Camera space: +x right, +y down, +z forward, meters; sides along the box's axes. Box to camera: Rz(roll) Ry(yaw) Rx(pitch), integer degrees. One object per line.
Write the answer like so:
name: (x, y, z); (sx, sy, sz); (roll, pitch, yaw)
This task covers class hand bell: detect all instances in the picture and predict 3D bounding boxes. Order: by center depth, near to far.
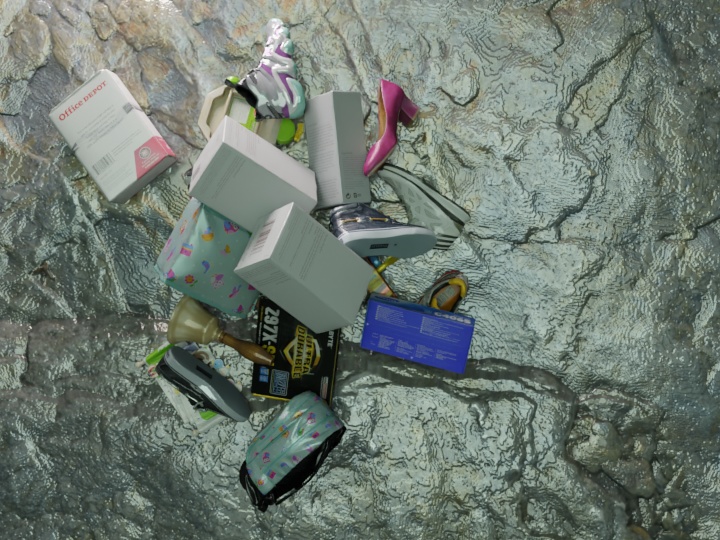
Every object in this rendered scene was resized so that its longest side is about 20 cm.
hand bell: (-0.247, 0.125, 1.565); (0.196, 0.104, 0.106); (23, 92, 13)

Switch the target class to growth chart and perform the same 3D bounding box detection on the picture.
growth chart: (-0.321, 0.215, 1.641); (0.144, 0.018, 0.201); (-39, 90, 2)

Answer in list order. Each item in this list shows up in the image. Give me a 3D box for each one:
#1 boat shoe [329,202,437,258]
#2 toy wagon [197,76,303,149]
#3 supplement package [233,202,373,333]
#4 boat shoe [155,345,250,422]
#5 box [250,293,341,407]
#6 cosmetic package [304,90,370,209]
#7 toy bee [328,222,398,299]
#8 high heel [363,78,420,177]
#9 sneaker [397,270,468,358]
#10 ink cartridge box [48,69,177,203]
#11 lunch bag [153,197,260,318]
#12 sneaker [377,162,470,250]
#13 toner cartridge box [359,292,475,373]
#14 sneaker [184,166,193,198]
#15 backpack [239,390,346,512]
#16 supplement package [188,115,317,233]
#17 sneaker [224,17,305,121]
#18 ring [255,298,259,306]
boat shoe: (0.041, -0.078, 1.535); (0.196, 0.071, 0.092); (-1, 52, -24)
toy wagon: (-0.203, -0.274, 1.597); (0.195, 0.040, 0.158); (14, 72, 1)
supplement package: (-0.094, 0.000, 1.451); (0.199, 0.116, 0.119); (39, 56, -26)
boat shoe: (-0.297, 0.228, 1.593); (0.198, 0.074, 0.068); (38, 109, -16)
box: (-0.119, 0.145, 1.591); (0.156, 0.049, 0.205); (9, 107, 4)
cosmetic package: (-0.044, -0.220, 1.571); (0.070, 0.100, 0.205); (-7, 92, -37)
toy bee: (0.000, 0.000, 1.579); (0.198, 0.109, 0.132); (32, 94, 1)
high heel: (0.032, -0.264, 1.560); (0.095, 0.067, 0.202); (36, 65, -6)
sneaker: (0.125, 0.081, 1.587); (0.077, 0.082, 0.201); (39, 94, 0)
ink cartridge box: (-0.465, -0.251, 1.605); (0.145, 0.083, 0.202); (-36, 90, 3)
lunch bag: (-0.252, -0.021, 1.562); (0.198, 0.122, 0.173); (28, 93, -29)
sneaker: (0.098, -0.108, 1.588); (0.198, 0.076, 0.117); (33, 90, -1)
toner cartridge box: (0.103, 0.113, 1.541); (0.195, 0.043, 0.097); (14, 108, 7)
sneaker: (-0.231, -0.164, 1.611); (0.195, 0.074, 0.081); (-5, 115, -1)
backpack: (-0.123, 0.321, 1.547); (0.127, 0.167, 0.200); (45, 108, 5)
supplement package: (-0.188, -0.154, 1.508); (0.198, 0.122, 0.120); (31, 114, -22)
sneaker: (-0.186, -0.369, 1.567); (0.137, 0.078, 0.204); (-12, 71, -11)
ring: (-0.190, -0.033, 1.630); (0.195, 0.019, 0.206); (0, 90, 3)
